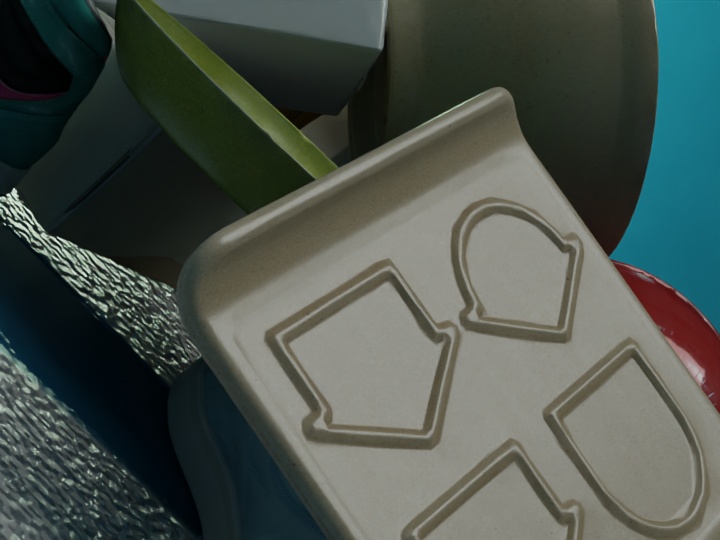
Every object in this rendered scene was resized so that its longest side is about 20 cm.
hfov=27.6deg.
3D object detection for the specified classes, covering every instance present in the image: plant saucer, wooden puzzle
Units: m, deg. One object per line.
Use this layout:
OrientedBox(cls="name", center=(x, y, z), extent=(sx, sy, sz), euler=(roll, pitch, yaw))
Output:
OrientedBox(cls="plant saucer", center=(-0.033, -0.041, 0.615), extent=(0.200, 0.031, 0.200), euler=(42, 5, -5))
OrientedBox(cls="wooden puzzle", center=(0.044, 0.053, 0.502), extent=(0.185, 0.046, 0.201), euler=(-31, 89, -45))

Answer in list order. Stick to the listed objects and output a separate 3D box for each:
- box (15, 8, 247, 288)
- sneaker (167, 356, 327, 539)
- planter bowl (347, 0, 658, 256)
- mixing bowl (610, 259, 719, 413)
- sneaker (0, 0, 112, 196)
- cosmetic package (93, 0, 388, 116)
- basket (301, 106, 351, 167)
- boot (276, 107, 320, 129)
OrientedBox(cls="box", center=(-0.099, -0.052, 0.749), extent=(0.095, 0.078, 0.200), euler=(53, 9, 25))
OrientedBox(cls="sneaker", center=(-0.019, 0.077, 0.569), extent=(0.074, 0.082, 0.200), euler=(44, 9, -31))
OrientedBox(cls="planter bowl", center=(0.066, -0.102, 0.828), extent=(0.134, 0.201, 0.200), euler=(1, 23, -11))
OrientedBox(cls="mixing bowl", center=(0.116, 0.088, 0.742), extent=(0.200, 0.200, 0.108), euler=(48, -4, 1))
OrientedBox(cls="sneaker", center=(-0.168, -0.121, 0.567), extent=(0.200, 0.121, 0.084), euler=(39, 12, -46))
OrientedBox(cls="cosmetic package", center=(-0.090, -0.147, 0.770), extent=(0.199, 0.082, 0.113), euler=(7, -13, -13))
OrientedBox(cls="basket", center=(0.012, -0.068, 1.012), extent=(0.124, 0.200, 0.136), euler=(51, 6, -30))
OrientedBox(cls="boot", center=(-0.033, -0.124, 0.939), extent=(0.200, 0.144, 0.071), euler=(-20, 72, -36))
